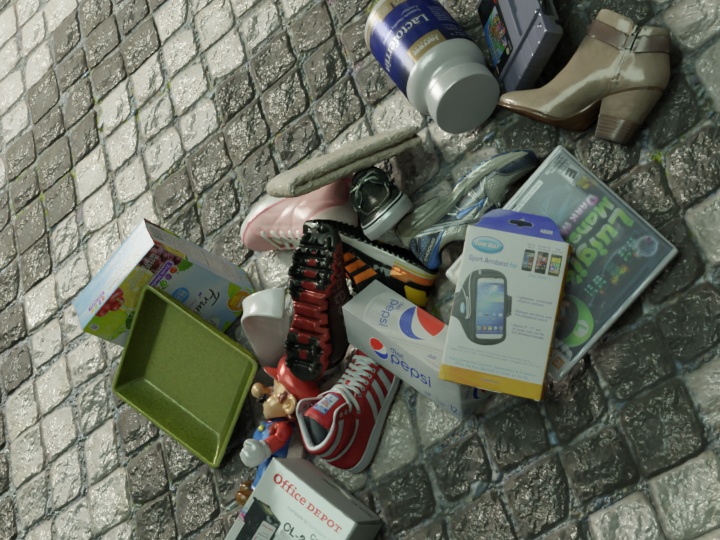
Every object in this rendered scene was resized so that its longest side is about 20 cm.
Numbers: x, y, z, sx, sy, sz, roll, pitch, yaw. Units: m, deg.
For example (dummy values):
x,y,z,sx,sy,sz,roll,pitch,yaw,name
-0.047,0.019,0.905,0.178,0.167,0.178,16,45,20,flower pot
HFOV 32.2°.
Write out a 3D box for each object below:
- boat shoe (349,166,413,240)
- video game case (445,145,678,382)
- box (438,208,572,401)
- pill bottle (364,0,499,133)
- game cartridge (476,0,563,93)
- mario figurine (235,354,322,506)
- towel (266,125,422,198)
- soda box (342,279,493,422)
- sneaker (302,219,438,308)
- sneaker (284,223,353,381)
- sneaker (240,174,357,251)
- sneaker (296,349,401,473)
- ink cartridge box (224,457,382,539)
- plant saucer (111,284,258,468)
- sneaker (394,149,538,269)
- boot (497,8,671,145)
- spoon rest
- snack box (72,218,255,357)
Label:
x,y,z,sx,sy,sz,roll,pitch,yaw,name
0.014,-0.092,1.597,0.072,0.071,0.200,-40,12,1,boat shoe
0.226,-0.008,1.418,0.182,0.023,0.200,43,96,14,video game case
0.165,0.036,1.400,0.118,0.041,0.202,11,86,15,box
0.095,-0.276,1.642,0.116,0.115,0.201,-46,50,15,pill bottle
0.196,-0.331,1.591,0.130,0.038,0.202,122,145,-49,game cartridge
-0.125,0.204,1.635,0.123,0.105,0.202,17,89,55,mario figurine
-0.022,-0.144,1.640,0.198,0.035,0.132,-25,9,-14,towel
0.069,0.094,1.511,0.063,0.069,0.199,-37,51,-27,soda box
0.000,0.000,1.614,0.199,0.070,0.091,23,103,23,sneaker
-0.044,0.037,1.594,0.070,0.097,0.203,14,105,37,sneaker
-0.084,-0.053,1.729,0.199,0.075,0.106,-26,52,25,sneaker
-0.013,0.145,1.562,0.071,0.112,0.202,5,75,41,sneaker
-0.089,0.352,1.539,0.145,0.083,0.201,33,95,26,ink cartridge box
-0.234,0.140,1.723,0.199,0.048,0.201,34,123,16,plant saucer
0.145,-0.073,1.554,0.199,0.077,0.086,-35,81,9,sneaker
0.273,-0.239,1.495,0.198,0.070,0.148,20,98,26,boot
-0.125,0.071,1.653,0.060,0.200,0.101,4,69,0,spoon rest
-0.274,0.040,1.766,0.169,0.199,0.068,-48,45,16,snack box
